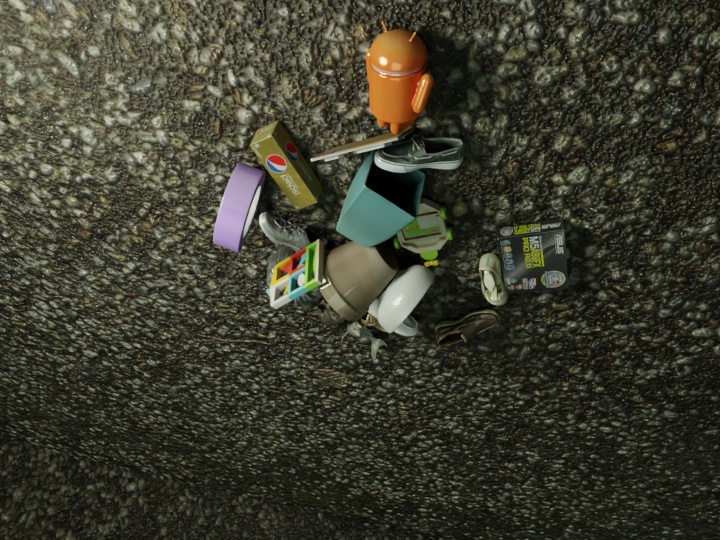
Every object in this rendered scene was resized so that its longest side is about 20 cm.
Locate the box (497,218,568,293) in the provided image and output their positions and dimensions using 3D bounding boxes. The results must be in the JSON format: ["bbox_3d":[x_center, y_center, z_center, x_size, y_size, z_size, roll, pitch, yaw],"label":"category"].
[{"bbox_3d":[0.432,-0.031,1.393,0.156,0.045,0.202,-5,134,19],"label":"box"}]

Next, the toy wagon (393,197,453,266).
[{"bbox_3d":[0.155,-0.092,1.402,0.151,0.040,0.202,-8,135,21],"label":"toy wagon"}]

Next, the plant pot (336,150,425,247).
[{"bbox_3d":[0.031,-0.155,1.301,0.139,0.144,0.200,29,141,-17],"label":"plant pot"}]

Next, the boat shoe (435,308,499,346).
[{"bbox_3d":[0.309,0.175,1.614,0.199,0.076,0.075,-23,127,32],"label":"boat shoe"}]

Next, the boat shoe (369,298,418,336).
[{"bbox_3d":[0.099,0.118,1.620,0.198,0.073,0.068,37,133,-11],"label":"boat shoe"}]

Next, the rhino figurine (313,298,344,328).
[{"bbox_3d":[-0.095,0.128,1.644,0.088,0.060,0.200,47,159,-2],"label":"rhino figurine"}]

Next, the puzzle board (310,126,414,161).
[{"bbox_3d":[0.008,-0.265,1.185,0.195,0.151,0.018,-10,108,22],"label":"puzzle board"}]

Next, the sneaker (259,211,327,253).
[{"bbox_3d":[-0.174,-0.105,1.458,0.198,0.076,0.082,28,130,-32],"label":"sneaker"}]

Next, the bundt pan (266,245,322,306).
[{"bbox_3d":[-0.180,0.027,1.584,0.196,0.077,0.205,7,136,7],"label":"bundt pan"}]

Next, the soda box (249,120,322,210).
[{"bbox_3d":[-0.170,-0.243,1.309,0.066,0.065,0.201,-15,130,27],"label":"soda box"}]

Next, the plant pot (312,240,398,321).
[{"bbox_3d":[0.000,0.000,1.449,0.172,0.202,0.200,-36,121,19],"label":"plant pot"}]

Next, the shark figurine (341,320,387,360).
[{"bbox_3d":[-0.011,0.197,1.702,0.089,0.128,0.214,-44,148,2],"label":"shark figurine"}]

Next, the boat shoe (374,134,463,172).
[{"bbox_3d":[0.127,-0.262,1.204,0.194,0.073,0.072,-4,144,-5],"label":"boat shoe"}]

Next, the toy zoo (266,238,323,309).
[{"bbox_3d":[-0.174,0.016,1.439,0.197,0.134,0.020,-28,136,30],"label":"toy zoo"}]

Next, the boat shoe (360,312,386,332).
[{"bbox_3d":[0.021,0.134,1.650,0.198,0.065,0.071,35,133,-21],"label":"boat shoe"}]

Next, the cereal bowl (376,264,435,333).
[{"bbox_3d":[0.106,0.062,1.470,0.083,0.201,0.201,38,134,0],"label":"cereal bowl"}]

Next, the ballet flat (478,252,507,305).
[{"bbox_3d":[0.349,0.043,1.475,0.068,0.070,0.202,-8,133,21],"label":"ballet flat"}]

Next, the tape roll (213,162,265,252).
[{"bbox_3d":[-0.288,-0.150,1.334,0.064,0.203,0.202,19,137,-6],"label":"tape roll"}]

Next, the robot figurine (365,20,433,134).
[{"bbox_3d":[0.073,-0.370,1.079,0.113,0.146,0.203,-6,136,-3],"label":"robot figurine"}]
